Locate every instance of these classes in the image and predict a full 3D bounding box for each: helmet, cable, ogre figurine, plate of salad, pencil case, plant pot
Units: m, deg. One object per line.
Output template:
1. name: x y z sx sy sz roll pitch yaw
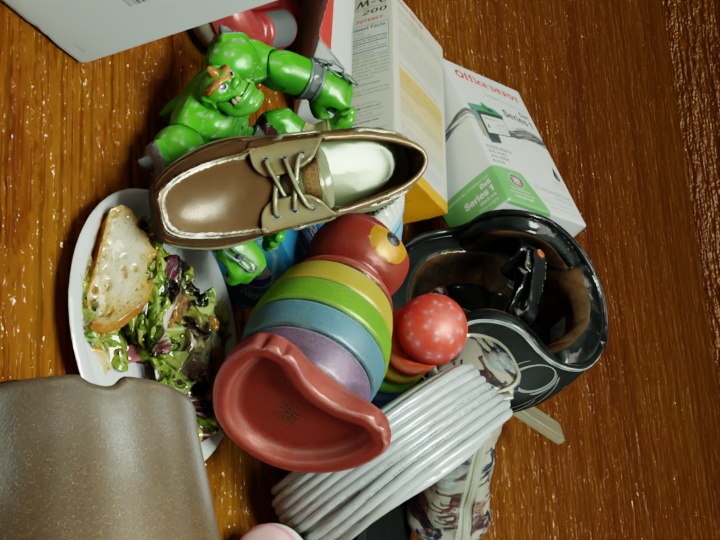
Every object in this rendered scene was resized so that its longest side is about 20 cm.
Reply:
1. helmet: 0.120 0.046 1.235 0.200 0.190 0.201 19 62 -40
2. cable: 0.024 0.144 0.986 0.069 0.200 0.200 56 4 8
3. ogre figurine: -0.086 -0.097 0.940 0.120 0.098 0.200 34 78 -16
4. plate of salad: -0.130 0.039 0.881 0.200 0.048 0.201 41 43 -54
5. pencil case: 0.090 0.158 1.131 0.090 0.077 0.201 -105 -163 -54
6. plant pot: -0.146 0.169 0.637 0.200 0.200 0.199 33 43 -58

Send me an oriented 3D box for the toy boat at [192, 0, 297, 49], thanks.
1. toy boat: -0.081 -0.278 1.028 0.130 0.130 0.201 -36 112 -64

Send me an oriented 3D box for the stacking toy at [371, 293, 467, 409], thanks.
1. stacking toy: 0.023 0.064 1.016 0.085 0.200 0.086 7 69 -20

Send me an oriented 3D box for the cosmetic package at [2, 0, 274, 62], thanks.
1. cosmetic package: -0.131 -0.271 0.832 0.123 0.199 0.201 38 47 -54

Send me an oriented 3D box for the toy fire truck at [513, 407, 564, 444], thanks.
1. toy fire truck: 0.166 0.085 1.436 0.176 0.128 0.201 -52 138 -60

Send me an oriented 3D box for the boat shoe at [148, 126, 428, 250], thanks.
1. boat shoe: -0.044 -0.064 0.865 0.199 0.074 0.076 -17 96 -26

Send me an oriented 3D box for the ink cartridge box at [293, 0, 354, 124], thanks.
1. ink cartridge box: -0.019 -0.245 1.119 0.200 0.050 0.161 118 -23 -60

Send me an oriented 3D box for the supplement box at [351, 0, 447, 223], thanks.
1. supplement box: 0.030 -0.163 1.283 0.126 0.073 0.201 38 46 -54

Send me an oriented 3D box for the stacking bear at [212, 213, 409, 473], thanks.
1. stacking bear: -0.021 0.036 0.919 0.121 0.114 0.200 38 45 -14

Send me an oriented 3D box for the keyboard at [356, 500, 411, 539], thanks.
1. keyboard: 0.024 0.286 1.141 0.127 0.021 0.200 50 37 -37

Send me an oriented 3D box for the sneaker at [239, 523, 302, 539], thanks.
1. sneaker: -0.081 0.260 0.854 0.105 0.075 0.201 49 41 -55

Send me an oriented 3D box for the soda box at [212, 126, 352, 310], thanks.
1. soda box: -0.054 -0.052 1.060 0.064 0.068 0.200 66 27 -26

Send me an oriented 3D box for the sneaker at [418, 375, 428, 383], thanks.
1. sneaker: 0.052 0.148 1.193 0.066 0.078 0.200 -76 146 -47

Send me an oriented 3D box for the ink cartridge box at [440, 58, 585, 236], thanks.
1. ink cartridge box: 0.137 -0.117 1.376 0.146 0.084 0.200 13 46 -45

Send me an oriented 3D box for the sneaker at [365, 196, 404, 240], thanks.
1. sneaker: 0.000 0.000 1.148 0.200 0.078 0.090 -56 142 -50
